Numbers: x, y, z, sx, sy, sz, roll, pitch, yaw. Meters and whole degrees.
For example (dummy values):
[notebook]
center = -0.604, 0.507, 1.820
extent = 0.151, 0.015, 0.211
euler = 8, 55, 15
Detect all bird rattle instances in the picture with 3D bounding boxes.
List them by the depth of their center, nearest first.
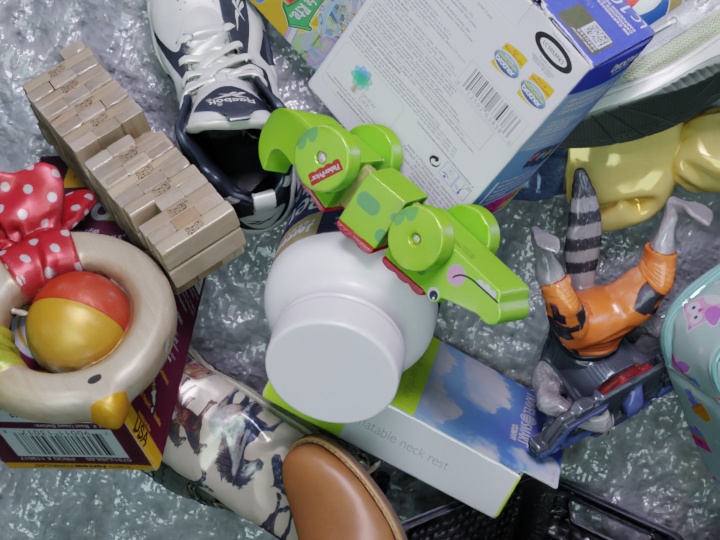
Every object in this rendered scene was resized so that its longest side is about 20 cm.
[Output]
[bird rattle]
center = -0.188, 0.028, 0.933
extent = 0.162, 0.200, 0.113
euler = 13, 135, 11

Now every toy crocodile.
[toy crocodile]
center = 0.017, -0.033, 0.904
extent = 0.200, 0.067, 0.062
euler = 41, 114, 20

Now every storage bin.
[storage bin]
center = 0.115, 0.218, 1.031
extent = 0.135, 0.200, 0.094
euler = 22, 109, 33

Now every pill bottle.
[pill bottle]
center = 0.000, 0.000, 0.991
extent = 0.110, 0.200, 0.111
euler = 6, 129, 8

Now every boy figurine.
[boy figurine]
center = 0.168, -0.086, 1.030
extent = 0.199, 0.064, 0.125
euler = -1, 109, 6

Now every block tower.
[block tower]
center = -0.148, -0.066, 0.995
extent = 0.058, 0.200, 0.054
euler = -33, 143, -13

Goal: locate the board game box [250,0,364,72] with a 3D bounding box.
[board game box]
center = 0.030, -0.192, 0.989
extent = 0.134, 0.034, 0.200
euler = 46, 132, -5

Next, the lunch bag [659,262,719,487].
[lunch bag]
center = 0.290, 0.066, 1.008
extent = 0.160, 0.077, 0.200
euler = -37, 126, -10

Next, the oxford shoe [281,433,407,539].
[oxford shoe]
center = -0.009, 0.196, 0.954
extent = 0.071, 0.071, 0.201
euler = -34, 71, 39

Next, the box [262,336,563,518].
[box]
center = 0.042, 0.089, 1.059
extent = 0.199, 0.122, 0.048
euler = 28, 115, 0

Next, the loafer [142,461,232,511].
[loafer]
center = -0.084, 0.143, 1.119
extent = 0.199, 0.063, 0.072
euler = 16, 105, 2

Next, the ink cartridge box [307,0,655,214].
[ink cartridge box]
center = 0.075, -0.133, 0.911
extent = 0.137, 0.076, 0.200
euler = 50, 136, 11

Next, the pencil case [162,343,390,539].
[pencil case]
center = -0.079, 0.115, 1.062
extent = 0.200, 0.078, 0.090
euler = 32, 99, 14

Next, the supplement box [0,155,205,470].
[supplement box]
center = -0.174, 0.025, 1.023
extent = 0.110, 0.201, 0.086
euler = -1, 144, 15

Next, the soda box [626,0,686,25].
[soda box]
center = 0.206, -0.177, 1.001
extent = 0.199, 0.068, 0.064
euler = -1, 103, 7

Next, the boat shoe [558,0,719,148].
[boat shoe]
center = 0.191, -0.134, 0.948
extent = 0.201, 0.074, 0.065
euler = -27, 68, 26

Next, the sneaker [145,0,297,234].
[sneaker]
center = -0.088, -0.122, 1.003
extent = 0.079, 0.130, 0.200
euler = -11, 92, -8

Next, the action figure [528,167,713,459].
[action figure]
center = 0.178, 0.029, 1.035
extent = 0.199, 0.105, 0.194
euler = -21, 137, -25
